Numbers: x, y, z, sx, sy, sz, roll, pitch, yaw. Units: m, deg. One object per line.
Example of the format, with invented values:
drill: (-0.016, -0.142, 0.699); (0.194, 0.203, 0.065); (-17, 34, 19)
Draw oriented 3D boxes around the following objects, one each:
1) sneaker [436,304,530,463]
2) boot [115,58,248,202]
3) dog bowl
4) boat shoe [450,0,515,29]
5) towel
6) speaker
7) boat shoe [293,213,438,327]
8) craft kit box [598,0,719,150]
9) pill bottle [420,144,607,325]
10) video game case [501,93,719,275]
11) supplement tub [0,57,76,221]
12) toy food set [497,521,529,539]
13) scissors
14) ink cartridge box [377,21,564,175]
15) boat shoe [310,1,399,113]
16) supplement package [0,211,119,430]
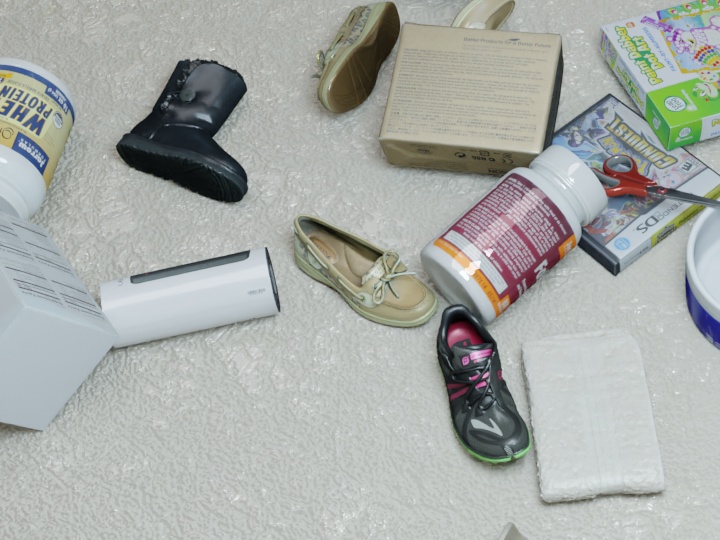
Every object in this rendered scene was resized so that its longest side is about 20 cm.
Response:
sneaker: (0.123, 0.121, 1.603); (0.077, 0.084, 0.200); (-21, 53, -4)
boot: (-0.190, -0.185, 1.885); (0.200, 0.076, 0.168); (19, 63, 29)
dog bowl: (0.457, 0.005, 1.638); (0.199, 0.079, 0.201); (-5, 54, 6)
boat shoe: (0.138, -0.280, 1.910); (0.065, 0.072, 0.200); (37, 72, 24)
towel: (0.244, 0.153, 1.592); (0.132, 0.035, 0.200); (-7, 54, 6)
speaker: (-0.197, 0.032, 1.725); (0.199, 0.081, 0.081); (-12, 53, 1)
boat shoe: (0.000, 0.000, 1.726); (0.200, 0.063, 0.073); (26, 61, 25)
craft kit box: (0.423, -0.250, 1.840); (0.197, 0.049, 0.200); (-18, 51, -8)
pill bottle: (0.175, -0.042, 1.683); (0.200, 0.114, 0.114); (-41, 58, -11)
video game case: (0.300, -0.107, 1.780); (0.181, 0.026, 0.200); (-36, 56, -16)
supplement tub: (-0.448, -0.149, 1.860); (0.144, 0.145, 0.200); (4, 55, 12)
toy food set: (0.205, 0.338, 1.444); (0.200, 0.060, 0.144); (19, 59, 21)
scissors: (0.330, -0.087, 1.702); (0.073, 0.014, 0.200); (-30, 37, -21)
ink cartridge box: (0.136, -0.205, 1.801); (0.199, 0.075, 0.165); (7, 68, 16)
boat shoe: (-0.012, -0.273, 1.924); (0.063, 0.073, 0.200); (6, 43, 28)
supplement package: (-0.406, 0.049, 1.671); (0.152, 0.151, 0.200); (-49, 55, 12)
